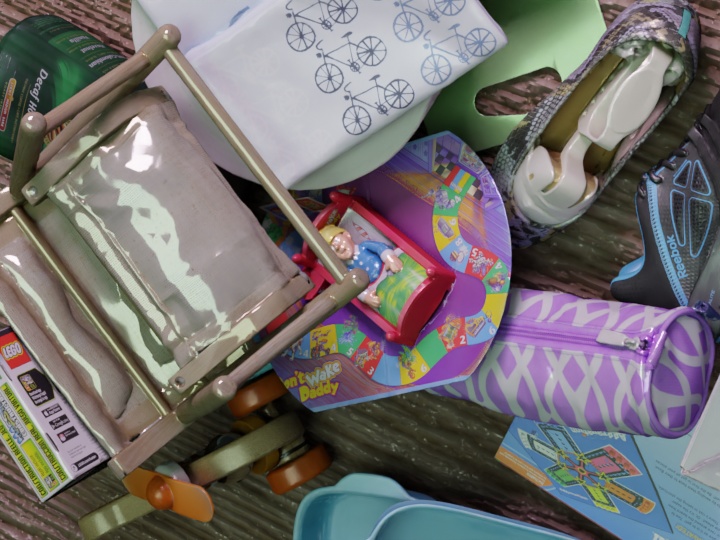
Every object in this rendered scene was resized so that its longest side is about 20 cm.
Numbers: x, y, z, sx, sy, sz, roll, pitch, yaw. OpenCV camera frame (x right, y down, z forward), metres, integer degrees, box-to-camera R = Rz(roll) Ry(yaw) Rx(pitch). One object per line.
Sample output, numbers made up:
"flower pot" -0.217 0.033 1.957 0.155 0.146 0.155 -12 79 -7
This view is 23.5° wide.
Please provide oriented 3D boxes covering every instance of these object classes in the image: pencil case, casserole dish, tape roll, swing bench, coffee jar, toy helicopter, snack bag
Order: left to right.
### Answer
"coffee jar" -0.162 -0.093 1.202 0.199 0.085 0.105 27 112 17
"swing bench" -0.134 -0.006 1.072 0.200 0.130 0.200 53 146 -1
"toy helicopter" -0.126 0.151 1.217 0.199 0.132 0.079 -29 90 28
"snack bag" -0.040 -0.167 1.018 0.188 0.021 0.201 -29 104 28
"tape roll" -0.038 -0.155 1.076 0.200 0.071 0.204 7 116 14
"casserole dish" 0.015 0.233 1.214 0.120 0.039 0.202 4 105 21
"casserole dish" 0.079 0.214 1.148 0.198 0.039 0.122 15 104 -11
"pencil case" 0.121 0.053 1.075 0.199 0.085 0.085 5 76 40

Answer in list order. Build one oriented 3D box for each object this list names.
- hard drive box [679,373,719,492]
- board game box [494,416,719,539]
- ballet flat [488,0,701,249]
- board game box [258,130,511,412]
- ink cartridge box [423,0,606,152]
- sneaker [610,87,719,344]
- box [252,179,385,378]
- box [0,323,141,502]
"hard drive box" 0.275 0.106 0.973 0.155 0.200 0.077 25 95 16
"board game box" 0.193 0.131 1.125 0.199 0.019 0.104 32 111 16
"ballet flat" 0.137 -0.081 1.065 0.072 0.072 0.201 42 118 10
"board game box" 0.000 0.000 1.093 0.199 0.039 0.160 -14 74 33
"ink cartridge box" 0.071 -0.180 1.094 0.144 0.048 0.202 -16 93 27
"sneaker" 0.206 -0.056 1.044 0.081 0.073 0.202 18 109 19
"box" -0.043 0.013 1.191 0.199 0.049 0.083 -28 90 28
"box" -0.178 0.073 1.184 0.035 0.200 0.111 -37 85 28
